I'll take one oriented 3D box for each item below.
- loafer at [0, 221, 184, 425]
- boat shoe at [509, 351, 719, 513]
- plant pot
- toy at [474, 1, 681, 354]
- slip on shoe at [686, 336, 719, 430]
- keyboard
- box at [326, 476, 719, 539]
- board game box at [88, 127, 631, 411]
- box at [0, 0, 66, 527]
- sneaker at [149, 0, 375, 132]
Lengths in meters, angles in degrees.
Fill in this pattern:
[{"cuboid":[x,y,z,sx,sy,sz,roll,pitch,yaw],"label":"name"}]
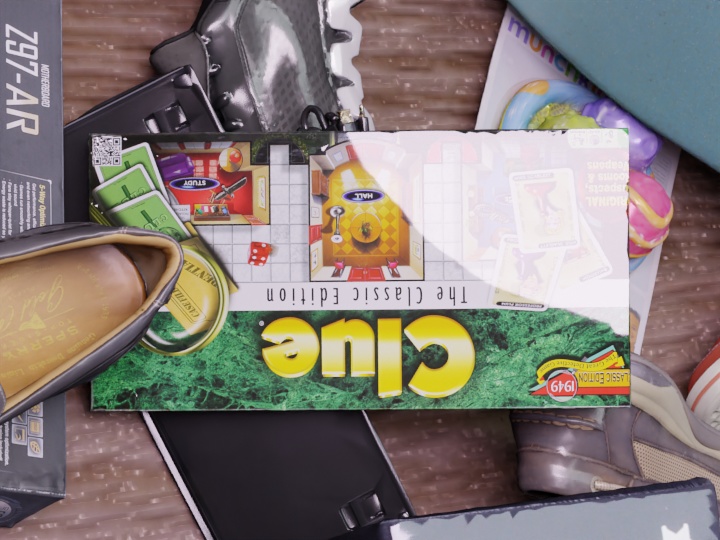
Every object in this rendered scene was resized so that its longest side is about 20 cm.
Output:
[{"cuboid":[-0.143,0.028,0.820,0.200,0.072,0.073,-32,93,-40],"label":"loafer"},{"cuboid":[0.116,0.094,1.036,0.200,0.074,0.073,35,67,-44],"label":"boat shoe"},{"cuboid":[0.160,-0.143,1.110,0.200,0.141,0.141,30,34,2],"label":"plant pot"},{"cuboid":[0.100,-0.029,1.101,0.115,0.047,0.200,36,55,-28],"label":"toy"},{"cuboid":[0.198,0.002,1.161,0.061,0.074,0.200,29,54,19],"label":"slip on shoe"},{"cuboid":[-0.032,0.015,0.960,0.127,0.021,0.200,-26,91,2],"label":"keyboard"},{"cuboid":[0.041,0.183,0.843,0.117,0.200,0.197,-4,79,-19],"label":"box"},{"cuboid":[0.000,0.000,0.938,0.200,0.023,0.105,-1,92,2],"label":"board game box"},{"cuboid":[-0.182,-0.019,0.888,0.160,0.044,0.200,11,65,-34],"label":"box"},{"cuboid":[-0.040,-0.061,1.004,0.090,0.066,0.200,2,77,-21],"label":"sneaker"}]
